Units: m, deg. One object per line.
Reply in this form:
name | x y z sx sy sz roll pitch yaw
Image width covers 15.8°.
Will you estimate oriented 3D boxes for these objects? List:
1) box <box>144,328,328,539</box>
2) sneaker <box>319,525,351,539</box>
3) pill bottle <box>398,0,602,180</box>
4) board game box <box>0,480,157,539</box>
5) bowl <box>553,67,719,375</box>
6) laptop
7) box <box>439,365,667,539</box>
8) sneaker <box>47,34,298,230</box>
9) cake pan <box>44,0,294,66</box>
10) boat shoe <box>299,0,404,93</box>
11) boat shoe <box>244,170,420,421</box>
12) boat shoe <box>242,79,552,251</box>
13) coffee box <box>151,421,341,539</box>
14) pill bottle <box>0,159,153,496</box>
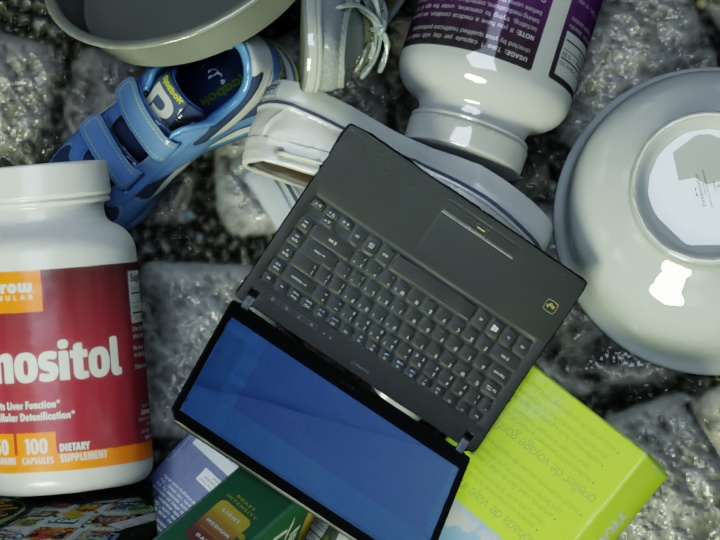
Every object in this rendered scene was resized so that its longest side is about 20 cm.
box | -0.071 0.150 1.628 0.121 0.032 0.200 42 88 15
sneaker | -0.040 0.207 1.522 0.084 0.075 0.200 7 56 27
pill bottle | 0.092 -0.163 1.630 0.112 0.112 0.200 16 81 12
board game box | -0.222 0.164 1.563 0.200 0.105 0.024 -5 112 -5
bowl | 0.215 -0.040 1.597 0.201 0.090 0.202 -2 78 9
laptop | 0.014 0.045 1.524 0.177 0.103 0.200 34 92 -6
box | 0.077 0.162 1.576 0.200 0.048 0.122 -50 53 -4
sneaker | -0.135 -0.091 1.666 0.200 0.082 0.074 -38 76 1
cake pan | -0.107 -0.206 1.667 0.200 0.037 0.201 -14 46 16
boat shoe | 0.004 -0.172 1.610 0.065 0.202 0.075 8 121 9
boat shoe | 0.000 0.000 1.629 0.067 0.074 0.200 -32 75 1
boat shoe | 0.020 -0.044 1.600 0.200 0.071 0.070 27 71 -9
coffee box | -0.097 0.182 1.497 0.044 0.123 0.200 37 43 13
pill bottle | -0.191 0.035 1.610 0.113 0.113 0.200 -5 91 8
